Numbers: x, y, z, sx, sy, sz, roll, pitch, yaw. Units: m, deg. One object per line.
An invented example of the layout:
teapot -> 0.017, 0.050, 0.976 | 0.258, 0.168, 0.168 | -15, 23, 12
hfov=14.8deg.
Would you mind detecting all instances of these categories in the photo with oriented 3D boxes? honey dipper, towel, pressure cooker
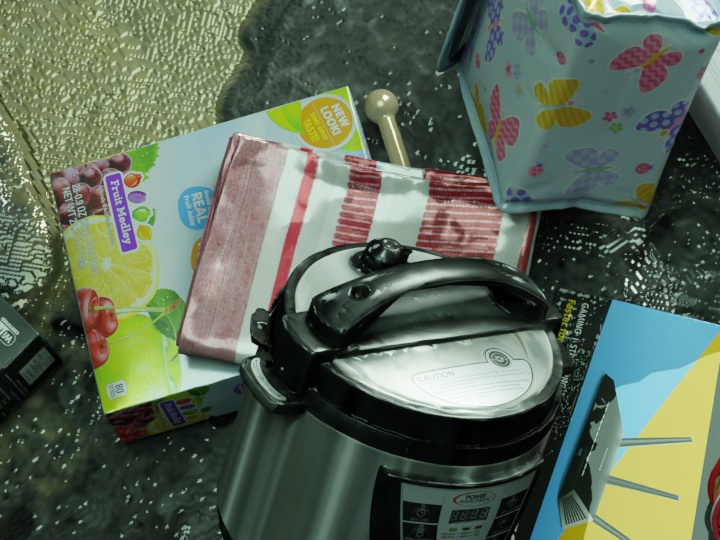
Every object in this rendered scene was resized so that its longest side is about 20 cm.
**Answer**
honey dipper -> 0.037, -0.027, 1.728 | 0.038, 0.038, 0.201 | -20, 66, 2
towel -> 0.000, 0.000, 1.663 | 0.199, 0.023, 0.145 | 10, 71, 7
pressure cooker -> 0.017, 0.079, 1.535 | 0.178, 0.201, 0.176 | 21, 31, 5

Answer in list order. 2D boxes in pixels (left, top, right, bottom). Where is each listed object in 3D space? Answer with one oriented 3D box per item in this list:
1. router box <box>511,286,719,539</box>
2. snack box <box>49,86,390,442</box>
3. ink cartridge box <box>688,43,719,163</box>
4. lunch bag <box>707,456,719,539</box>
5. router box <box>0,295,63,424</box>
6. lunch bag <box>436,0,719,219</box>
router box -> 0.161, 0.124, 1.639 | 0.148, 0.051, 0.201 | 13, 72, 12
snack box -> -0.077, -0.004, 1.720 | 0.199, 0.068, 0.170 | -16, 69, 0
ink cartridge box -> 0.308, -0.095, 1.679 | 0.175, 0.084, 0.201 | -27, 68, -2
lunch bag -> 0.310, 0.141, 1.540 | 0.176, 0.082, 0.200 | -42, 97, 13
router box -> -0.310, 0.040, 1.747 | 0.200, 0.062, 0.150 | 42, 83, 21
lunch bag -> 0.124, -0.157, 1.665 | 0.126, 0.170, 0.201 | 3, 47, -18
